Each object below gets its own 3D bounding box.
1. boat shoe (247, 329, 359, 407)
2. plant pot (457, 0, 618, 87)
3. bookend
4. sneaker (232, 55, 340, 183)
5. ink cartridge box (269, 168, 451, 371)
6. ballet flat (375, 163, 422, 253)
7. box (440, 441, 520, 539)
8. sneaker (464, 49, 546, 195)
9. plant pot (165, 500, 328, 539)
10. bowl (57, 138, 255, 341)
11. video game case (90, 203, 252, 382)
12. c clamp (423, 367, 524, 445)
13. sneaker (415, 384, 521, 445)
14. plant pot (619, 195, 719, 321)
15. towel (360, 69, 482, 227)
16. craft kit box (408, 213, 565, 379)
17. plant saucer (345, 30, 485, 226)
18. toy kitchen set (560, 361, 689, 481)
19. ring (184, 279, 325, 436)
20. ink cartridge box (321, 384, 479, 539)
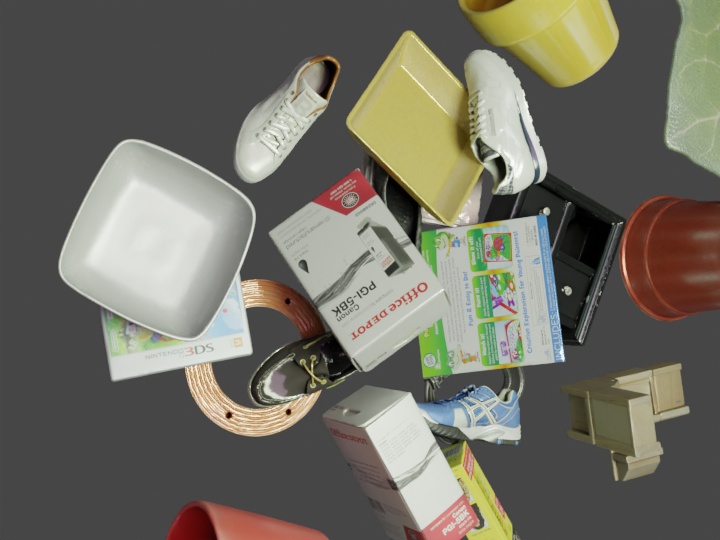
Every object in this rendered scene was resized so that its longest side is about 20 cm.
[{"bbox_3d":[-0.053,0.118,1.234,0.199,0.060,0.073,-26,99,-23],"label":"boat shoe"},{"bbox_3d":[0.268,-0.372,1.355,0.189,0.199,0.202,43,72,-33],"label":"plant pot"},{"bbox_3d":[0.258,-0.024,1.381,0.198,0.092,0.202,27,78,-20],"label":"bookend"},{"bbox_3d":[-0.096,-0.204,1.235,0.072,0.084,0.202,37,76,-20],"label":"sneaker"},{"bbox_3d":[0.000,0.000,1.195,0.146,0.083,0.201,-35,70,-2],"label":"ink cartridge box"},{"bbox_3d":[0.060,-0.079,1.279,0.065,0.057,0.204,-4,83,-17],"label":"ballet flat"},{"bbox_3d":[0.171,0.345,1.334,0.050,0.075,0.202,-27,100,18],"label":"box"},{"bbox_3d":[0.180,-0.202,1.283,0.079,0.076,0.203,-20,82,-19],"label":"sneaker"},{"bbox_3d":[-0.131,0.386,1.150,0.175,0.199,0.204,11,84,-31],"label":"plant pot"},{"bbox_3d":[-0.242,-0.032,1.137,0.198,0.075,0.202,27,76,-15],"label":"bowl"},{"bbox_3d":[-0.237,0.021,1.183,0.179,0.022,0.204,-9,86,-21],"label":"video game case"},{"bbox_3d":[0.161,0.145,1.371,0.199,0.027,0.172,-38,109,-21],"label":"c clamp"},{"bbox_3d":[0.140,0.195,1.315,0.197,0.075,0.079,11,83,-34],"label":"sneaker"},{"bbox_3d":[0.536,-0.024,1.449,0.197,0.195,0.205,1,88,-24],"label":"plant pot"},{"bbox_3d":[0.095,-0.170,1.347,0.188,0.032,0.204,9,85,-24],"label":"towel"},{"bbox_3d":[0.170,0.037,1.303,0.194,0.049,0.204,-6,84,7],"label":"craft kit box"},{"bbox_3d":[0.080,-0.186,1.277,0.200,0.048,0.201,42,56,-16],"label":"plant saucer"},{"bbox_3d":[0.432,0.241,1.401,0.197,0.180,0.166,-10,93,-19],"label":"toy kitchen set"},{"bbox_3d":[-0.134,0.113,1.242,0.197,0.019,0.205,1,87,-23],"label":"ring"},{"bbox_3d":[0.050,0.259,1.248,0.082,0.146,0.202,-33,102,-22],"label":"ink cartridge box"}]
